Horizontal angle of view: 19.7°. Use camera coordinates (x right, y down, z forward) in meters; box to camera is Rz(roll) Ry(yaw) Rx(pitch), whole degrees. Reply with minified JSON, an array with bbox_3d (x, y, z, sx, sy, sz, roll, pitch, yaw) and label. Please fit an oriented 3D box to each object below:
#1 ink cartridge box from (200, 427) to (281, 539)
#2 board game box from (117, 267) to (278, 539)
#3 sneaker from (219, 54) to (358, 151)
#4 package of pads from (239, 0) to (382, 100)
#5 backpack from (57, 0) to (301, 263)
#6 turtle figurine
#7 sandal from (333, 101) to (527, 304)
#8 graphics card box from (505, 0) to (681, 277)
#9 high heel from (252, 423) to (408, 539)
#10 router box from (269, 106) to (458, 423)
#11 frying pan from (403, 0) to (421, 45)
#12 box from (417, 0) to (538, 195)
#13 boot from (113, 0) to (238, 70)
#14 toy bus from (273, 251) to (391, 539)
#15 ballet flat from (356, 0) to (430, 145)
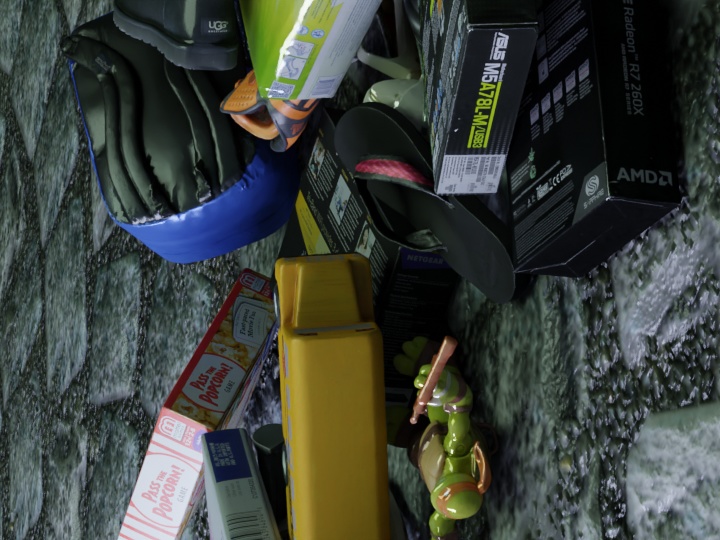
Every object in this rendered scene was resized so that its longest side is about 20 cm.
[{"bbox_3d":[-0.077,0.244,1.471,0.197,0.043,0.202,-119,24,-66],"label":"ink cartridge box"},{"bbox_3d":[-0.122,0.114,1.645,0.200,0.046,0.152,-64,-4,-55],"label":"board game box"},{"bbox_3d":[-0.062,-0.162,1.567,0.112,0.077,0.200,-53,15,16],"label":"sneaker"},{"bbox_3d":[-0.037,-0.239,1.413,0.155,0.068,0.201,120,143,-49],"label":"package of pads"},{"bbox_3d":[-0.124,-0.109,1.662,0.162,0.168,0.201,-24,58,17],"label":"backpack"},{"bbox_3d":[0.054,0.106,1.305,0.162,0.064,0.202,-108,15,-64],"label":"turtle figurine"},{"bbox_3d":[0.033,-0.044,1.337,0.200,0.045,0.076,45,150,41],"label":"sandal"},{"bbox_3d":[0.127,-0.110,1.200,0.125,0.050,0.202,137,135,-60],"label":"graphics card box"},{"bbox_3d":[-0.011,0.211,1.483,0.200,0.071,0.143,39,145,49],"label":"high heel"},{"bbox_3d":[0.000,0.000,1.480,0.200,0.052,0.158,-117,39,-53],"label":"router box"},{"bbox_3d":[0.066,-0.160,1.349,0.114,0.031,0.192,-14,67,44],"label":"frying pan"},{"bbox_3d":[0.063,-0.173,1.210,0.200,0.047,0.195,98,171,-64],"label":"box"},{"bbox_3d":[-0.118,-0.256,1.434,0.165,0.065,0.202,34,124,55],"label":"boot"},{"bbox_3d":[-0.018,0.093,1.354,0.078,0.065,0.202,-129,36,-78],"label":"toy bus"},{"bbox_3d":[0.033,-0.134,1.409,0.069,0.071,0.201,124,144,-51],"label":"ballet flat"}]
